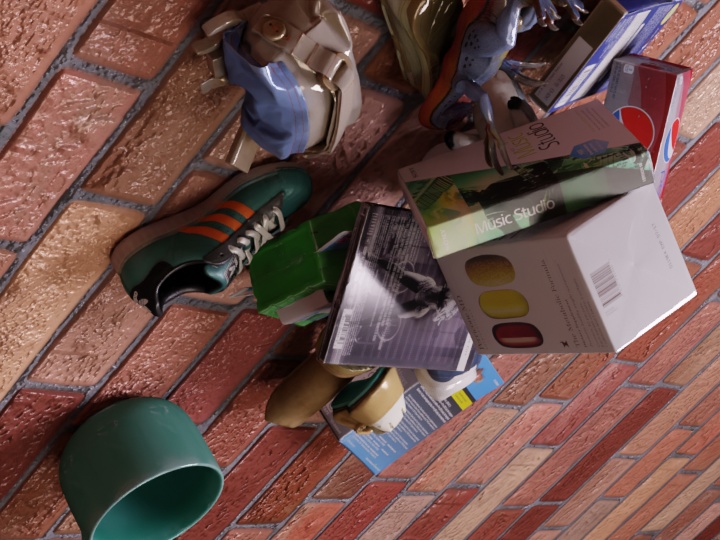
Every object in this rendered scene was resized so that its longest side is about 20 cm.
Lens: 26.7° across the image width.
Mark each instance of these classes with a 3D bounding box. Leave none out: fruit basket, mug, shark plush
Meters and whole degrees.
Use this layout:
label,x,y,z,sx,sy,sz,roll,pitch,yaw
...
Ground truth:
label,x,y,z,sx,sy,sz,roll,pitch,yaw
fruit basket,0.000,0.000,1.465,0.199,0.095,0.185,5,159,-41
mug,-0.244,0.212,1.553,0.184,0.115,0.152,-37,151,4
shark plush,0.174,-0.115,1.437,0.091,0.200,0.084,-40,-165,39

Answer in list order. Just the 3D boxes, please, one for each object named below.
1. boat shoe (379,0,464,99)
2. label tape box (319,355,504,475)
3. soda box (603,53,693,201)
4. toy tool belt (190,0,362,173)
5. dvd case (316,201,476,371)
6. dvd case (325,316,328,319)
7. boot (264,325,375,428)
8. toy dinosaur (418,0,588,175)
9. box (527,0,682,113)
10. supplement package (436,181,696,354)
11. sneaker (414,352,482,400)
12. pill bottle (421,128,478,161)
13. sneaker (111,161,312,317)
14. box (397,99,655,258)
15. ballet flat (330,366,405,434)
label,x,y,z,sx,sy,sz,roll,pitch,yaw
boat shoe,0.058,-0.206,1.331,0.073,0.063,0.201,-48,157,-3
label tape box,0.062,0.147,1.825,0.199,0.063,0.144,-36,150,1
soda box,0.268,-0.107,1.496,0.063,0.069,0.202,-26,130,-60
toy tool belt,-0.071,-0.162,1.184,0.123,0.125,0.201,-37,151,-13
dvd case,0.054,0.019,1.412,0.199,0.016,0.150,6,104,-44
dvd case,0.031,0.014,1.647,0.142,0.018,0.200,-42,150,9
boot,-0.038,0.110,1.596,0.200,0.066,0.175,-42,170,36
toy dinosaur,0.104,-0.191,1.294,0.181,0.201,0.105,-23,-168,38
box,0.242,-0.220,1.472,0.121,0.032,0.200,-53,166,28
supplement package,0.177,0.002,1.346,0.109,0.115,0.199,-31,-169,-29
sneaker,0.097,0.046,1.595,0.080,0.201,0.148,12,123,5
pill bottle,0.151,-0.086,1.533,0.199,0.110,0.110,0,136,-45
sneaker,-0.121,-0.024,1.370,0.199,0.080,0.072,-29,150,-11
box,0.139,-0.082,1.317,0.198,0.145,0.037,-21,115,-1
ballet flat,0.018,0.140,1.589,0.069,0.063,0.200,-47,-178,-12
